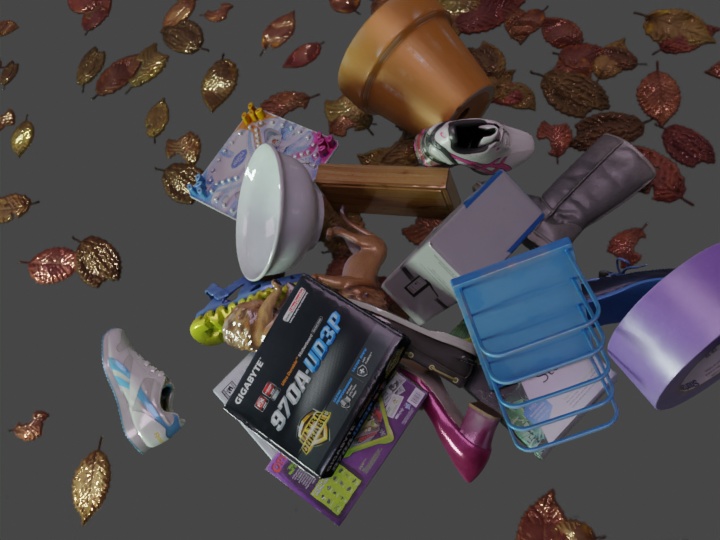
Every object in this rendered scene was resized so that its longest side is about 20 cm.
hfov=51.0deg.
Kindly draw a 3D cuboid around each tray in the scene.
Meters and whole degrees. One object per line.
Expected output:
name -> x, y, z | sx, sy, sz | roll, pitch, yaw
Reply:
tray -> 0.042, -0.117, 1.126 | 0.199, 0.099, 0.037 | 4, 69, 20

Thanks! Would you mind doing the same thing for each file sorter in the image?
file sorter -> 0.204, 0.093, 0.854 | 0.138, 0.201, 0.123 | -20, 42, 7

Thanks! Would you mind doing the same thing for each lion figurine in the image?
lion figurine -> 0.000, 0.000, 1.090 | 0.122, 0.073, 0.201 | 14, 62, 4
lion figurine -> -0.097, 0.093, 1.027 | 0.200, 0.072, 0.123 | 36, 102, 23

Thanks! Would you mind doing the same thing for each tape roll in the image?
tape roll -> 0.390, 0.064, 0.864 | 0.199, 0.200, 0.085 | -35, 59, -2

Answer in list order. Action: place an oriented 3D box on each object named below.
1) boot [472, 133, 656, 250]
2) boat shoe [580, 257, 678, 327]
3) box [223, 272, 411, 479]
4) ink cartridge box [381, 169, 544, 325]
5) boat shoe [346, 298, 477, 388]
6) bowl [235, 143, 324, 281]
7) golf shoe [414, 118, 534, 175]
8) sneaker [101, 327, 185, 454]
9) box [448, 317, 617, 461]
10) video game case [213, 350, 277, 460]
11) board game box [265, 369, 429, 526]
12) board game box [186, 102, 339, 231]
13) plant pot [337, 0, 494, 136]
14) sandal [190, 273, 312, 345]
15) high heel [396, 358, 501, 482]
boot -> 0.285, -0.124, 1.069 | 0.182, 0.073, 0.200 | 42, 89, 16
boat shoe -> 0.320, 0.023, 0.967 | 0.199, 0.085, 0.069 | -8, 39, -5
box -> -0.054, 0.128, 0.935 | 0.159, 0.046, 0.201 | 31, 90, 23
ink cartridge box -> 0.125, -0.023, 0.977 | 0.084, 0.200, 0.146 | 45, 69, 1
boat shoe -> 0.052, 0.090, 0.976 | 0.200, 0.072, 0.061 | 20, 87, 10
bowl -> -0.112, -0.082, 1.115 | 0.090, 0.201, 0.202 | 5, 57, -25
golf shoe -> 0.180, -0.177, 1.076 | 0.199, 0.092, 0.073 | -6, 87, -30
sneaker -> -0.325, 0.167, 1.122 | 0.080, 0.077, 0.201 | -27, 65, -7
box -> 0.209, 0.126, 0.987 | 0.144, 0.036, 0.200 | -44, 59, -7
video game case -> -0.078, 0.171, 1.050 | 0.181, 0.045, 0.200 | -45, 60, -6
board game box -> -0.017, 0.203, 0.956 | 0.120, 0.032, 0.201 | 35, 90, 7
board game box -> -0.167, -0.175, 1.266 | 0.199, 0.026, 0.201 | 26, 74, 27
plant pot -> 0.098, -0.290, 1.157 | 0.200, 0.200, 0.183 | -43, 76, -6
sandal -> -0.163, 0.039, 1.130 | 0.199, 0.080, 0.087 | -16, 49, 6
high heel -> 0.090, 0.187, 0.991 | 0.199, 0.067, 0.096 | 27, 102, 32
